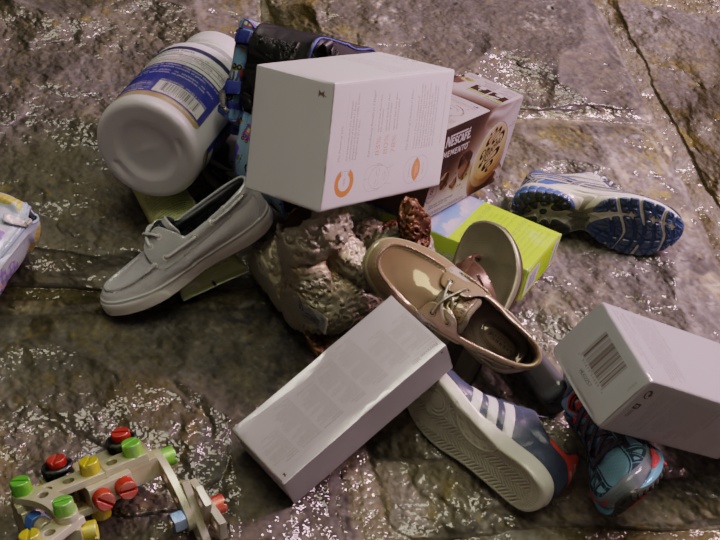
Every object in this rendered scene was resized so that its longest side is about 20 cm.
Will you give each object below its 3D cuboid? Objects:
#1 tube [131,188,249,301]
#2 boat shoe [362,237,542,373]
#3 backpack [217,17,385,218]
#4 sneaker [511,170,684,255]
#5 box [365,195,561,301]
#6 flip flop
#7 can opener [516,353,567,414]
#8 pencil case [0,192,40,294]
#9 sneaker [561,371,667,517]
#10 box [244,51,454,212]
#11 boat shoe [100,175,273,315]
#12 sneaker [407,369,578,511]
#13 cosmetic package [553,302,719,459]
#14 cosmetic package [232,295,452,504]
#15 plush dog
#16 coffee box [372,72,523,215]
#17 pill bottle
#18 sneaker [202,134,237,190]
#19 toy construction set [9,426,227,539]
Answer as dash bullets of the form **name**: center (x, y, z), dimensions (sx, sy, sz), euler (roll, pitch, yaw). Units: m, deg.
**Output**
- **tube**: center (-0.197, -0.049, 1.607), dimensions (0.052, 0.058, 0.200), euler (16, 30, -47)
- **boat shoe**: center (0.092, 0.034, 1.441), dimensions (0.200, 0.065, 0.072), euler (37, 80, -13)
- **backpack**: center (-0.070, -0.155, 1.587), dimensions (0.134, 0.200, 0.183), euler (16, 9, 23)
- **sneaker**: center (0.278, -0.081, 1.718), dimensions (0.200, 0.077, 0.085), euler (13, 37, 2)
- **box**: center (0.110, -0.042, 1.642), dimensions (0.200, 0.048, 0.122), euler (24, 30, 16)
- **flip flop**: center (0.107, 0.034, 1.511), dimensions (0.081, 0.058, 0.200), euler (13, 66, 28)
- **can opener**: center (0.144, 0.077, 1.540), dimensions (0.066, 0.053, 0.200), euler (-42, 54, -3)
- **pencil case**: center (-0.391, 0.006, 1.472), dimensions (0.091, 0.083, 0.200), euler (-2, 38, 20)
- **sneaker**: center (0.223, 0.152, 1.397), dimensions (0.096, 0.079, 0.200), euler (42, 20, -17)
- **box**: center (-0.008, -0.140, 1.454), dimensions (0.097, 0.125, 0.200), euler (19, 20, 33)
- **boat shoe**: center (-0.186, -0.028, 1.513), dimensions (0.200, 0.069, 0.072), euler (-29, 32, 1)
- **sneaker**: center (0.127, 0.148, 1.436), dimensions (0.084, 0.075, 0.200), euler (-25, 58, -40)
- **cosmetic package**: center (0.282, 0.106, 1.381), dimensions (0.200, 0.074, 0.102), euler (20, 34, -42)
- **cosmetic package**: center (-0.015, 0.121, 1.392), dimensions (0.200, 0.051, 0.083), euler (-39, 56, -13)
- **plush dog**: center (0.000, 0.000, 1.521), dimensions (0.172, 0.200, 0.161), euler (-24, 84, -21)
- **coffee box**: center (0.092, -0.140, 1.640), dimensions (0.080, 0.113, 0.200), euler (27, 28, 22)
- **pill bottle**: center (-0.195, -0.180, 1.624), dimensions (0.120, 0.120, 0.200), euler (18, 38, 9)
- **sneaker**: center (-0.105, -0.120, 1.694), dimensions (0.200, 0.075, 0.116), euler (8, 45, 12)
- **toy construction set**: center (-0.216, 0.202, 1.282), dimensions (0.200, 0.092, 0.131), euler (-6, 19, -29)
